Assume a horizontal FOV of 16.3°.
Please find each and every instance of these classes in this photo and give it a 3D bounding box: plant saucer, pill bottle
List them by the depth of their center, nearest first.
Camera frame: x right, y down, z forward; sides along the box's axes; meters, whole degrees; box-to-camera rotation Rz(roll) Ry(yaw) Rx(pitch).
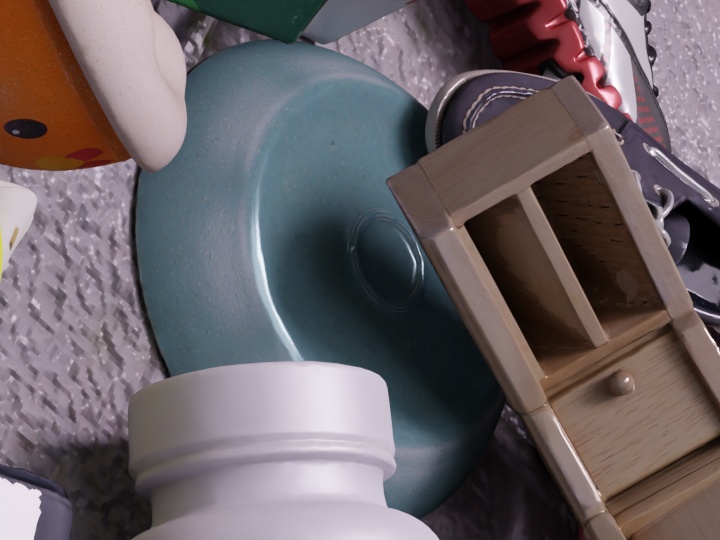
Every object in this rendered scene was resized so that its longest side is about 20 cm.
[{"bbox_3d":[-0.025,0.137,0.834,0.120,0.120,0.200,11,68,-44],"label":"pill bottle"},{"bbox_3d":[0.000,0.000,0.976,0.200,0.036,0.200,19,62,-40],"label":"plant saucer"}]

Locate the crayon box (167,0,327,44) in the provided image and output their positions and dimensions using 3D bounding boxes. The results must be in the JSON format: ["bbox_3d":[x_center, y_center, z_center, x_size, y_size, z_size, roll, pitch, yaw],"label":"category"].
[{"bbox_3d":[-0.105,-0.160,0.876,0.200,0.052,0.126,17,33,-42],"label":"crayon box"}]

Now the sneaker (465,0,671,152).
[{"bbox_3d":[0.096,-0.107,1.078,0.098,0.071,0.200,-33,99,-27],"label":"sneaker"}]

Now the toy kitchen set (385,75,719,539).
[{"bbox_3d":[0.071,0.083,0.891,0.180,0.163,0.200,60,1,-39],"label":"toy kitchen set"}]

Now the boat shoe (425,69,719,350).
[{"bbox_3d":[0.117,-0.023,1.010,0.200,0.063,0.073,31,78,-25],"label":"boat shoe"}]

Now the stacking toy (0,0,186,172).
[{"bbox_3d":[-0.162,-0.065,0.742,0.146,0.200,0.146,-23,90,-88],"label":"stacking toy"}]

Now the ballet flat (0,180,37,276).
[{"bbox_3d":[-0.140,-0.041,0.824,0.067,0.067,0.200,6,69,-47],"label":"ballet flat"}]

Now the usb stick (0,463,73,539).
[{"bbox_3d":[-0.126,0.156,0.786,0.055,0.033,0.200,28,57,-38],"label":"usb stick"}]

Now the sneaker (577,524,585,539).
[{"bbox_3d":[0.131,0.086,1.041,0.074,0.087,0.200,15,64,-43],"label":"sneaker"}]

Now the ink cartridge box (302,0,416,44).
[{"bbox_3d":[0.003,-0.206,0.996,0.067,0.116,0.200,19,62,-40],"label":"ink cartridge box"}]
